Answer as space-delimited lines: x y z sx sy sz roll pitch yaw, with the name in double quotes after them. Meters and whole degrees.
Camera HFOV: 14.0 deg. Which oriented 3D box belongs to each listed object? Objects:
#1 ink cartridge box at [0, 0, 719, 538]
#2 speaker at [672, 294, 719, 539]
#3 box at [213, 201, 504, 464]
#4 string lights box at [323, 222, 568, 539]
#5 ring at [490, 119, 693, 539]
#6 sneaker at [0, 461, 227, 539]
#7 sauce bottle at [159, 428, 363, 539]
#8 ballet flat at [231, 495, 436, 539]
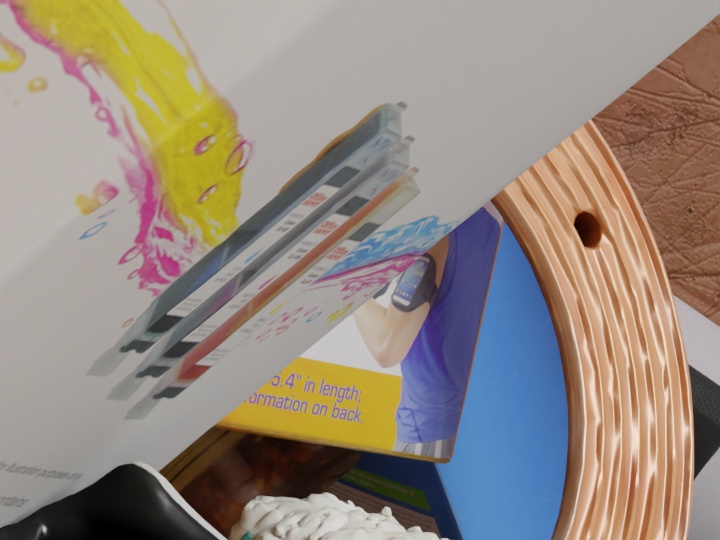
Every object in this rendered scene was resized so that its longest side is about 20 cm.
-0.060 -0.054 0.470 0.145 0.200 0.145 52 6 15 "ink cartridge box"
0.056 0.028 0.890 0.200 0.081 0.081 38 -1 32 "speaker"
-0.012 -0.062 0.678 0.119 0.201 0.041 12 2 -39 "box"
0.000 0.000 0.792 0.103 0.059 0.200 19 -44 52 "string lights box"
-0.008 0.026 0.621 0.200 0.201 0.019 48 -36 -19 "ring"
-0.013 0.104 0.429 0.200 0.074 0.080 46 -19 51 "sneaker"
-0.078 -0.017 0.762 0.200 0.066 0.066 49 6 9 "sauce bottle"
0.032 0.105 0.733 0.200 0.072 0.072 43 10 -46 "ballet flat"
